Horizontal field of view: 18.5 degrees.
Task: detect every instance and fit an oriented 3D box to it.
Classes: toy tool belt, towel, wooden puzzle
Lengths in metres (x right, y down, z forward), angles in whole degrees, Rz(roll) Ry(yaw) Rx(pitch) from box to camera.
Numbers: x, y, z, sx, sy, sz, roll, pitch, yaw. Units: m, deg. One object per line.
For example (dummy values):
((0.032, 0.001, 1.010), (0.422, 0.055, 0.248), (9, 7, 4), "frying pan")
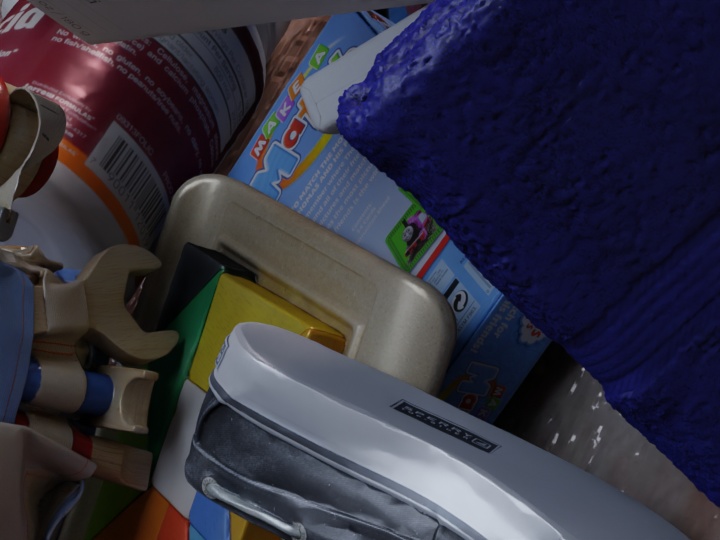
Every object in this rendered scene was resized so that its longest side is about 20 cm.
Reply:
((-0.131, 0.037, 0.836), (0.125, 0.123, 0.201), (9, 80, 46), "toy tool belt")
((0.105, -0.033, 0.657), (0.148, 0.200, 0.050), (-43, 24, 9), "towel")
((-0.052, 0.068, 0.827), (0.200, 0.037, 0.186), (27, 100, 58), "wooden puzzle")

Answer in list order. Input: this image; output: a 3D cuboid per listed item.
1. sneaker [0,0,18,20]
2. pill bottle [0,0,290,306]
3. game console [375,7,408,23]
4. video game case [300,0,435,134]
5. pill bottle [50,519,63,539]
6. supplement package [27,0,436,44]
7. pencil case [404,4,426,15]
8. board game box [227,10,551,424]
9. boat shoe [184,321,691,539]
((-0.099, -0.151, 1.086), (0.200, 0.066, 0.091), (-39, 42, 25), "sneaker")
((-0.111, -0.073, 0.960), (0.114, 0.114, 0.200), (-15, 33, 40), "pill bottle")
((0.039, -0.208, 0.943), (0.118, 0.171, 0.201), (-12, 48, 8), "game console")
((0.104, -0.098, 0.742), (0.200, 0.182, 0.023), (-29, 78, 29), "video game case")
((-0.227, 0.066, 0.914), (0.112, 0.199, 0.113), (-35, 48, 50), "pill bottle")
((-0.049, -0.159, 0.719), (0.199, 0.121, 0.120), (-1, 63, 46), "supplement package")
((0.091, -0.146, 0.781), (0.200, 0.082, 0.087), (-34, 52, 47), "pencil case")
((0.000, 0.000, 0.860), (0.152, 0.037, 0.200), (-55, 36, 14), "board game box")
((0.031, 0.089, 0.704), (0.199, 0.072, 0.068), (26, 104, 16), "boat shoe")
